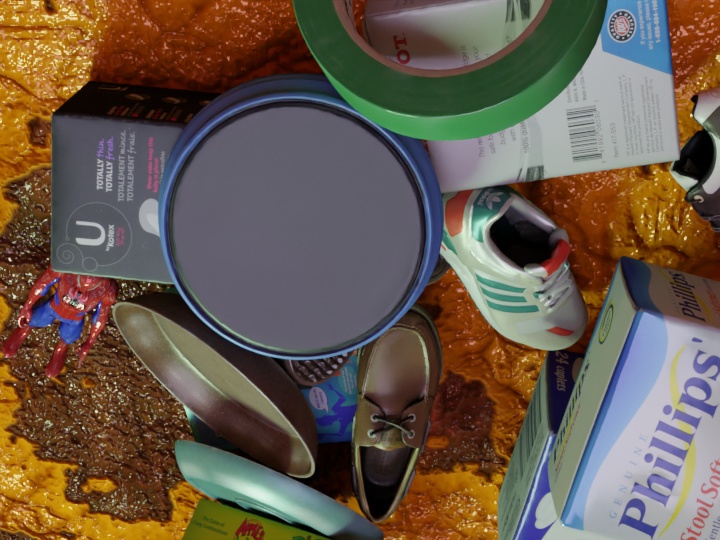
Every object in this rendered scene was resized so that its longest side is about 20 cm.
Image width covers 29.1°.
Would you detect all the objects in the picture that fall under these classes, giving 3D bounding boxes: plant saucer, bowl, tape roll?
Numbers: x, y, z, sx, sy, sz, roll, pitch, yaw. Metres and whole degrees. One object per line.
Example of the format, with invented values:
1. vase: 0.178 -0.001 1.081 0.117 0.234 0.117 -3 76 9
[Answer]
1. plant saucer: -0.105 0.083 1.071 0.199 0.035 0.201 33 157 16
2. plant saucer: -0.075 0.201 1.199 0.198 0.028 0.200 23 163 7
3. bowl: -0.042 -0.032 0.945 0.198 0.039 0.203 1 110 3
4. tape roll: 0.056 -0.185 0.875 0.198 0.203 0.048 -7 165 11

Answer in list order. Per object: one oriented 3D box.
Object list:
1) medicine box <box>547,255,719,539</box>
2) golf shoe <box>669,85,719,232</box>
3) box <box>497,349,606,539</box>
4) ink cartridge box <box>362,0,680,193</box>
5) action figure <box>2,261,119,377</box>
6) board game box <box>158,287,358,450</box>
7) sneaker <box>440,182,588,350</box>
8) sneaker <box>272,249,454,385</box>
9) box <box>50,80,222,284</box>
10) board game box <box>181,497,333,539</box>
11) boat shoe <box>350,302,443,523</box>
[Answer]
1. medicine box: 0.259 0.112 1.018 0.198 0.103 0.184 14 112 -5
2. golf shoe: 0.269 -0.061 1.006 0.093 0.078 0.201 1 133 5
3. box: 0.232 0.184 1.180 0.198 0.105 0.185 10 128 -2
4. ink cartridge box: 0.114 -0.143 0.960 0.198 0.086 0.148 -6 125 12
5. action figure: -0.238 0.036 1.109 0.065 0.052 0.200 31 146 -11
6. board game box: -0.057 0.079 1.168 0.198 0.045 0.153 -5 126 8
7. sneaker: 0.127 0.002 1.043 0.071 0.093 0.200 -52 124 -14
8. sneaker: 0.000 0.000 1.065 0.200 0.075 0.071 -43 118 -14
9. box: -0.118 -0.061 1.017 0.198 0.106 0.124 6 110 1
10. board game box: -0.057 0.258 1.217 0.199 0.048 0.101 7 156 47
11. boat shoe: 0.029 0.118 1.119 0.071 0.068 0.202 3 127 1
